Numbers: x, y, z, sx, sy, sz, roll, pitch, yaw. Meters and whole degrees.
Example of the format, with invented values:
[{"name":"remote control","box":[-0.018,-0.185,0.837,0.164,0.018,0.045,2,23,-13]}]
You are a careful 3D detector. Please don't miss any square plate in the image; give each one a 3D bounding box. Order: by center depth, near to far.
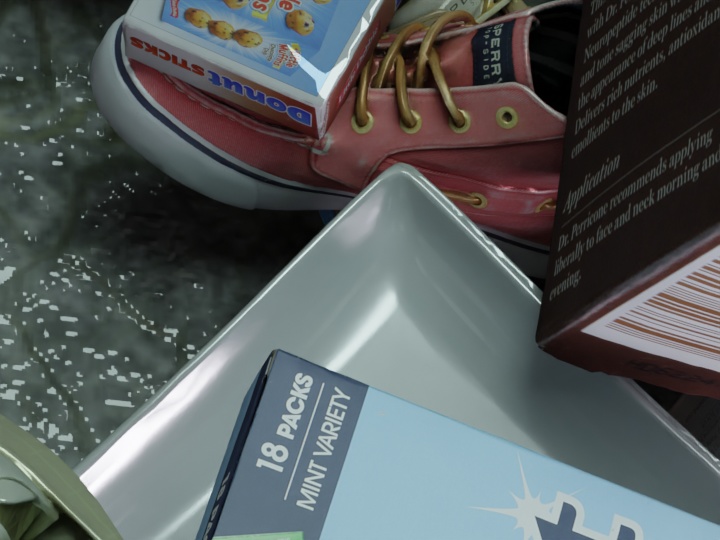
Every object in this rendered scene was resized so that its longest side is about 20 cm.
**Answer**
[{"name":"square plate","box":[0.011,0.100,0.907,0.200,0.028,0.198,-44,76,-9]}]

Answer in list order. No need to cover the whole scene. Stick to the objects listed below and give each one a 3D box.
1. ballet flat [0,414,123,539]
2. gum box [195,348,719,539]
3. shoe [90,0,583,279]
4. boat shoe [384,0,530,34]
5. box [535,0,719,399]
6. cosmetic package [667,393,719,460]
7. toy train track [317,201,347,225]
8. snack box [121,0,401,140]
[{"name":"ballet flat","box":[-0.094,0.095,0.866,0.200,0.070,0.069,40,53,14]},{"name":"gum box","box":[0.038,0.137,0.820,0.200,0.045,0.170,22,62,-7]},{"name":"shoe","box":[0.018,-0.060,0.965,0.200,0.091,0.072,17,54,-24]},{"name":"boat shoe","box":[0.019,-0.086,1.052,0.200,0.069,0.074,24,53,0]},{"name":"box","box":[0.168,-0.067,0.882,0.164,0.166,0.201,15,70,-16]},{"name":"cosmetic package","box":[0.178,0.124,0.946,0.113,0.081,0.200,-7,57,-29]},{"name":"toy train track","box":[0.000,0.000,1.000,0.115,0.033,0.200,-12,70,-38]},{"name":"snack box","box":[0.000,-0.139,0.954,0.072,0.024,0.200,24,66,10]}]
